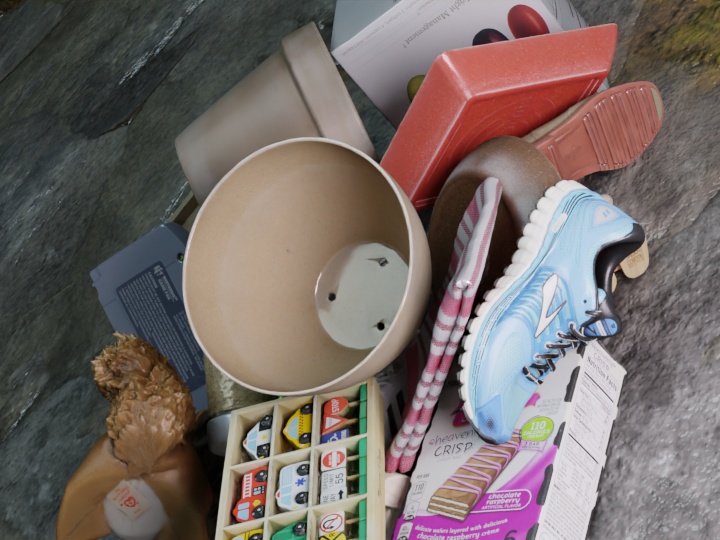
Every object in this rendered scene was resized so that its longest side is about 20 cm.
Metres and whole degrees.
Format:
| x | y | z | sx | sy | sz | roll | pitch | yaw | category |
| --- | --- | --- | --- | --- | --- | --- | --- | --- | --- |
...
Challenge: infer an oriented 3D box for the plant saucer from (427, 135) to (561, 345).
| x | y | z | sx | sy | sz | roll | pitch | yaw | category |
| --- | --- | --- | --- | --- | --- | --- | --- | --- | --- |
| 0.106 | -0.010 | 1.063 | 0.200 | 0.037 | 0.201 | 12 | 104 | 61 | plant saucer |

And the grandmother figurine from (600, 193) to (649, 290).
| x | y | z | sx | sy | sz | roll | pitch | yaw | category |
| --- | --- | --- | --- | --- | --- | --- | --- | --- | --- |
| 0.165 | -0.035 | 1.121 | 0.121 | 0.061 | 0.200 | -25 | 25 | -20 | grandmother figurine |

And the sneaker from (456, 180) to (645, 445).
| x | y | z | sx | sy | sz | roll | pitch | yaw | category |
| --- | --- | --- | --- | --- | --- | --- | --- | --- | --- |
| 0.138 | 0.035 | 0.925 | 0.090 | 0.078 | 0.200 | 24 | 85 | 27 | sneaker |

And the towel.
| x | y | z | sx | sy | sz | roll | pitch | yaw | category |
| --- | --- | --- | --- | --- | --- | --- | --- | --- | --- |
| 0.061 | 0.042 | 0.998 | 0.146 | 0.030 | 0.200 | -71 | -2 | -54 | towel |

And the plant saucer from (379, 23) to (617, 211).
| x | y | z | sx | sy | sz | roll | pitch | yaw | category |
| --- | --- | --- | --- | --- | --- | --- | --- | --- | --- |
| 0.119 | -0.124 | 1.142 | 0.037 | 0.200 | 0.200 | 60 | 146 | 24 | plant saucer |

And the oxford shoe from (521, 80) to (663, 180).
| x | y | z | sx | sy | sz | roll | pitch | yaw | category |
| --- | --- | --- | --- | --- | --- | --- | --- | --- | --- |
| 0.182 | -0.114 | 1.134 | 0.200 | 0.071 | 0.074 | -28 | 20 | -27 | oxford shoe |

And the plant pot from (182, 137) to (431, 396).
| x | y | z | sx | sy | sz | roll | pitch | yaw | category |
| --- | --- | --- | --- | --- | --- | --- | --- | --- | --- |
| -0.022 | 0.008 | 1.041 | 0.200 | 0.134 | 0.201 | -6 | 76 | 26 | plant pot |

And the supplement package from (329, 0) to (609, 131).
| x | y | z | sx | sy | sz | roll | pitch | yaw | category |
| --- | --- | --- | --- | --- | --- | --- | --- | --- | --- |
| 0.107 | -0.221 | 1.274 | 0.191 | 0.200 | 0.147 | -34 | 25 | 22 | supplement package |

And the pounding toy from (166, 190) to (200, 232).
| x | y | z | sx | sy | sz | roll | pitch | yaw | category |
| --- | --- | --- | --- | --- | --- | --- | --- | --- | --- |
| -0.110 | -0.057 | 1.463 | 0.184 | 0.142 | 0.200 | -49 | 27 | 19 | pounding toy |

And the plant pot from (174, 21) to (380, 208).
| x | y | z | sx | sy | sz | roll | pitch | yaw | category |
| --- | --- | --- | --- | --- | --- | --- | --- | --- | --- |
| -0.077 | -0.113 | 1.261 | 0.173 | 0.200 | 0.200 | -26 | 31 | 4 | plant pot |

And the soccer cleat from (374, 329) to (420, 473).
| x | y | z | sx | sy | sz | roll | pitch | yaw | category |
| --- | --- | --- | --- | --- | --- | --- | --- | --- | --- |
| 0.014 | 0.120 | 1.097 | 0.069 | 0.085 | 0.200 | -17 | 40 | 42 | soccer cleat |

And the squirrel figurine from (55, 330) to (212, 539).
| x | y | z | sx | sy | sz | roll | pitch | yaw | category |
| --- | --- | --- | --- | --- | --- | --- | --- | --- | --- |
| -0.196 | 0.159 | 1.241 | 0.187 | 0.141 | 0.201 | -78 | -6 | -69 | squirrel figurine |

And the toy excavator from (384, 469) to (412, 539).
| x | y | z | sx | sy | sz | roll | pitch | yaw | category |
| --- | --- | --- | --- | --- | --- | --- | --- | --- | --- |
| -0.036 | 0.260 | 0.983 | 0.100 | 0.200 | 0.195 | 5 | 101 | 53 | toy excavator |

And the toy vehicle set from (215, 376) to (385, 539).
| x | y | z | sx | sy | sz | roll | pitch | yaw | category |
| --- | --- | --- | --- | --- | --- | --- | --- | --- | --- |
| -0.044 | 0.167 | 0.974 | 0.124 | 0.027 | 0.200 | -16 | 34 | 11 | toy vehicle set |

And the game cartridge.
| x | y | z | sx | sy | sz | roll | pitch | yaw | category |
| --- | --- | --- | --- | --- | --- | --- | --- | --- | --- |
| -0.189 | 0.058 | 1.358 | 0.133 | 0.200 | 0.041 | -30 | -6 | 26 | game cartridge |

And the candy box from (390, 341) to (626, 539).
| x | y | z | sx | sy | sz | roll | pitch | yaw | category |
| --- | --- | --- | --- | --- | --- | --- | --- | --- | --- |
| 0.108 | 0.147 | 0.962 | 0.136 | 0.061 | 0.200 | -15 | 40 | 41 | candy box |

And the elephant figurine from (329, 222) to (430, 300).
| x | y | z | sx | sy | sz | roll | pitch | yaw | category |
| --- | --- | --- | --- | --- | --- | --- | --- | --- | --- |
| 0.000 | 0.000 | 1.208 | 0.200 | 0.141 | 0.155 | -40 | 27 | 15 | elephant figurine |

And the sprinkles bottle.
| x | y | z | sx | sy | sz | roll | pitch | yaw | category |
| --- | --- | --- | --- | --- | --- | --- | --- | --- | --- |
| -0.122 | 0.077 | 1.266 | 0.068 | 0.068 | 0.200 | -23 | 63 | 35 | sprinkles bottle |

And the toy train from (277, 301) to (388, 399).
| x | y | z | sx | sy | sz | roll | pitch | yaw | category |
| --- | --- | --- | --- | --- | --- | --- | --- | --- | --- |
| -0.024 | 0.095 | 1.162 | 0.200 | 0.056 | 0.042 | -50 | 65 | 32 | toy train |
